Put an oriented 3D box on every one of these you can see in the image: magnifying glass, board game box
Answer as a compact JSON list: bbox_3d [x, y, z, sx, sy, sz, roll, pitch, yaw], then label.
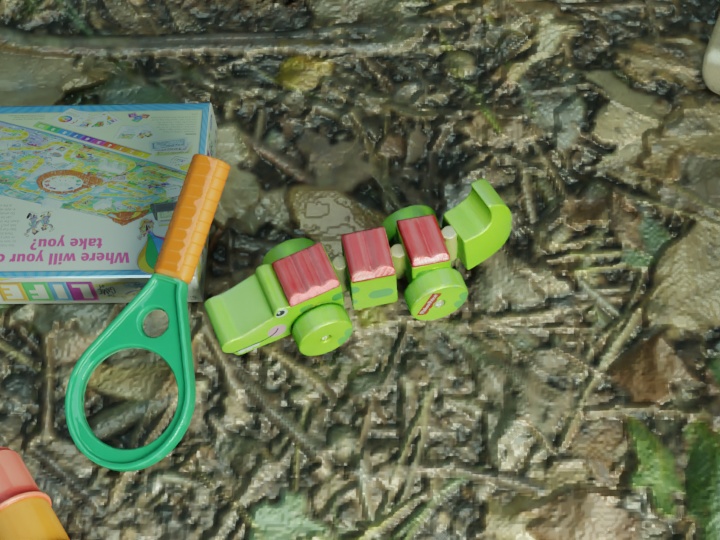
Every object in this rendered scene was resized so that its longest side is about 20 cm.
[{"bbox_3d":[-0.123,0.025,0.996,0.079,0.022,0.202,15,81,13],"label":"magnifying glass"},{"bbox_3d":[-0.198,-0.045,1.064,0.198,0.034,0.136,0,60,5],"label":"board game box"}]

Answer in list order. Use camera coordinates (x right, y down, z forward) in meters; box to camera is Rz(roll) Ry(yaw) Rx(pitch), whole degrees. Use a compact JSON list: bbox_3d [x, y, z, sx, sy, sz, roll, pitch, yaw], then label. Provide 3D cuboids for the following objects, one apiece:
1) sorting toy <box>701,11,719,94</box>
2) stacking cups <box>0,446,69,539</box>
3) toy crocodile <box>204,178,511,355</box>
[{"bbox_3d":[0.346,-0.181,1.100,0.184,0.037,0.201,18,68,15],"label":"sorting toy"},{"bbox_3d":[-0.172,0.190,0.923,0.060,0.061,0.200,-29,57,-12],"label":"stacking cups"},{"bbox_3d":[0.000,0.000,1.007,0.198,0.062,0.068,-18,60,-5],"label":"toy crocodile"}]
